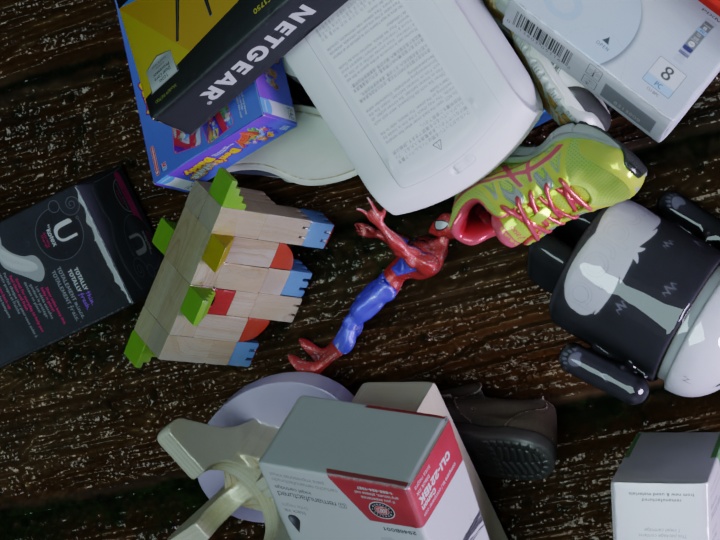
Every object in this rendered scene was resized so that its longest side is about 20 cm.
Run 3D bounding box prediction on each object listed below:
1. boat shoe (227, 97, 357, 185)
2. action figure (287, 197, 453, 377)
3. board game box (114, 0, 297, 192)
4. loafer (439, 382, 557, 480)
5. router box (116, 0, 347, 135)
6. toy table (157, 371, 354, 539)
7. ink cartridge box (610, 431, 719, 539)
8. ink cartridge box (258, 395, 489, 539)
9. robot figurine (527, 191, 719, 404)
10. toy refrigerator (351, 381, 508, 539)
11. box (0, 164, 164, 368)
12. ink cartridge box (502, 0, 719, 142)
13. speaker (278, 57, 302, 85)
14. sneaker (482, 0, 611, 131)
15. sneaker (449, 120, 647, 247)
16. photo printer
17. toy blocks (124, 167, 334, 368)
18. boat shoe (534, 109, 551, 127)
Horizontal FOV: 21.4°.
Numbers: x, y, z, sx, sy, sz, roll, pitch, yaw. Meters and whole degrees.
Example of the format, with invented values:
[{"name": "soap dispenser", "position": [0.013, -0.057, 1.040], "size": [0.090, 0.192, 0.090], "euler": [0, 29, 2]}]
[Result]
[{"name": "boat shoe", "position": [-0.075, -0.112, 1.681], "size": [0.199, 0.062, 0.075], "euler": [-4, 102, 22]}, {"name": "action figure", "position": [0.000, 0.000, 1.676], "size": [0.200, 0.065, 0.099], "euler": [-40, 99, 22]}, {"name": "board game box", "position": [-0.137, -0.187, 1.639], "size": [0.134, 0.045, 0.201], "euler": [-27, 66, 32]}, {"name": "loafer", "position": [0.089, 0.138, 1.686], "size": [0.199, 0.071, 0.073], "euler": [8, 137, 26]}, {"name": "router box", "position": [-0.105, -0.229, 1.549], "size": [0.200, 0.051, 0.150], "euler": [-38, 54, 26]}, {"name": "toy table", "position": [-0.091, 0.185, 1.694], "size": [0.184, 0.117, 0.200], "euler": [40, 127, 1]}, {"name": "ink cartridge box", "position": [0.264, 0.252, 1.600], "size": [0.084, 0.146, 0.201], "euler": [-1, 102, 17]}, {"name": "ink cartridge box", "position": [0.020, 0.209, 1.571], "size": [0.144, 0.084, 0.201], "euler": [6, 134, 31]}, {"name": "robot figurine", "position": [0.235, 0.020, 1.571], "size": [0.199, 0.125, 0.151], "euler": [31, 111, 15]}, {"name": "toy refrigerator", "position": [0.055, 0.194, 1.650], "size": [0.076, 0.070, 0.201], "euler": [-2, 126, 34]}, {"name": "box", "position": [-0.292, 0.004, 1.754], "size": [0.199, 0.106, 0.123], "euler": [-24, 95, 22]}, {"name": "ink cartridge box", "position": [0.233, -0.223, 1.502], "size": [0.160, 0.047, 0.200], "euler": [38, 72, 8]}, {"name": "speaker", "position": [-0.001, -0.252, 1.616], "size": [0.081, 0.081, 0.200], "euler": [37, 110, 8]}, {"name": "sneaker", "position": [0.160, -0.198, 1.542], "size": [0.087, 0.076, 0.201], "euler": [-28, 72, -2]}, {"name": "sneaker", "position": [0.147, -0.057, 1.526], "size": [0.078, 0.091, 0.199], "euler": [42, 151, -25]}, {"name": "photo printer", "position": [0.042, -0.157, 1.535], "size": [0.166, 0.069, 0.201], "euler": [-35, 85, 25]}, {"name": "toy blocks", "position": [-0.107, 0.007, 1.683], "size": [0.100, 0.136, 0.201], "euler": [43, 116, 44]}, {"name": "boat shoe", "position": [0.102, -0.140, 1.618], "size": [0.199, 0.084, 0.069], "euler": [-23, 82, 4]}]
